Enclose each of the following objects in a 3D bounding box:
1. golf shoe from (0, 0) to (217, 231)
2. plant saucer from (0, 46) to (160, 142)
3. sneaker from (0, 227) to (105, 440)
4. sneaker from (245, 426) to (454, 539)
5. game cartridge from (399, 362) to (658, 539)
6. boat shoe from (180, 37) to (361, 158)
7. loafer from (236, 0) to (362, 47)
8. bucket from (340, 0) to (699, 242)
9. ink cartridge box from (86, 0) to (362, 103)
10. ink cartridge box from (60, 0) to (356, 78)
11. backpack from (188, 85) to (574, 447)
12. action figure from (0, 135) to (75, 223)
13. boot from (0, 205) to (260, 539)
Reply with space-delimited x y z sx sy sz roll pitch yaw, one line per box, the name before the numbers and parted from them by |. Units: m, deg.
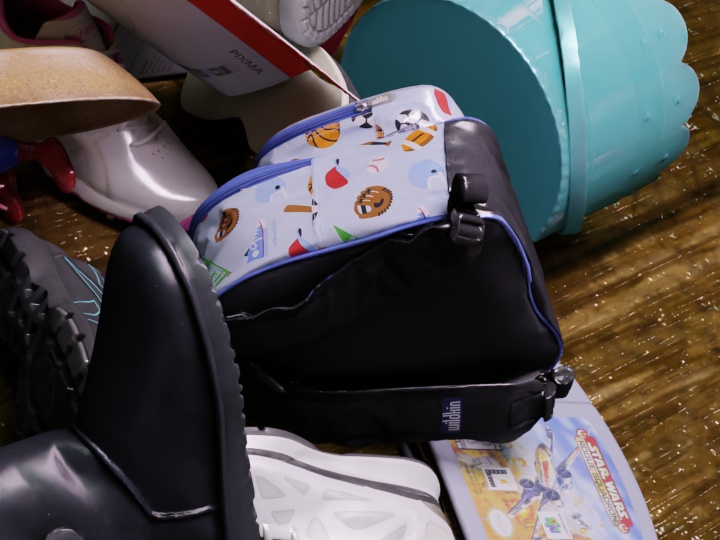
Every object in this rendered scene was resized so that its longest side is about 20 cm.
golf shoe | -0.161 -0.101 1.439 0.200 0.092 0.075 36 38 5
plant saucer | -0.210 -0.092 1.325 0.200 0.200 0.035 -7 88 -37
sneaker | -0.144 0.045 1.291 0.079 0.075 0.200 18 27 -33
sneaker | -0.029 0.149 1.263 0.200 0.076 0.115 6 43 -30
game cartridge | 0.098 0.129 1.397 0.133 0.042 0.200 0 47 -26
boat shoe | -0.041 -0.097 1.460 0.063 0.074 0.201 29 -3 -27
loafer | -0.015 -0.199 1.453 0.070 0.075 0.200 16 33 22
bucket | 0.095 -0.113 1.529 0.207 0.207 0.135 43 48 15
ink cartridge box | -0.105 -0.145 1.372 0.160 0.047 0.200 36 1 -37
ink cartridge box | -0.115 -0.206 1.584 0.200 0.086 0.148 -10 54 -40
backpack | 0.000 0.000 1.342 0.190 0.200 0.154 -19 47 6
action figure | -0.230 -0.046 1.309 0.200 0.065 0.052 0 71 -60
boot | -0.141 0.085 1.152 0.168 0.200 0.076 -18 27 -21
